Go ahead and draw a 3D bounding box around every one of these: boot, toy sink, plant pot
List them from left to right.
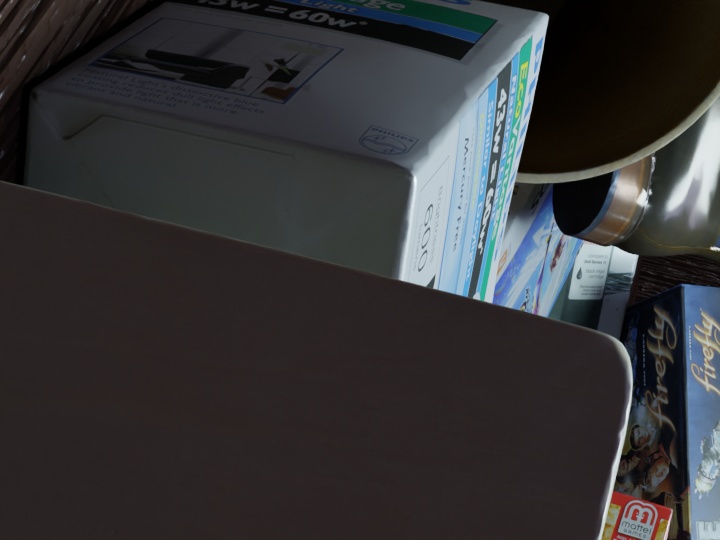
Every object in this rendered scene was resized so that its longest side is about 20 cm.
[{"bbox_3d":[-0.038,0.063,0.543,0.112,0.199,0.131,47,56,-77],"label":"toy sink"},{"bbox_3d":[0.067,-0.139,0.956,0.200,0.186,0.187,-124,-134,-83],"label":"plant pot"},{"bbox_3d":[0.161,-0.100,1.031,0.075,0.097,0.201,6,-101,64],"label":"boot"}]

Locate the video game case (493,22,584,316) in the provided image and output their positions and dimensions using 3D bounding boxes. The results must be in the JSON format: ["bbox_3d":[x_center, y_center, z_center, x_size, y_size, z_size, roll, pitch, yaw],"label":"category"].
[{"bbox_3d":[0.081,-0.021,1.119,0.182,0.045,0.200,-59,163,-29],"label":"video game case"}]

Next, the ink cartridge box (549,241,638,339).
[{"bbox_3d":[0.103,0.002,1.339,0.147,0.083,0.201,-146,-114,-66],"label":"ink cartridge box"}]

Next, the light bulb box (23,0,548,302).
[{"bbox_3d":[-0.027,0.013,0.735,0.200,0.124,0.199,-52,153,-63],"label":"light bulb box"}]

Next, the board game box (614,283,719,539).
[{"bbox_3d":[0.175,0.121,1.284,0.135,0.034,0.201,149,-56,-63],"label":"board game box"}]

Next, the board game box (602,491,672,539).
[{"bbox_3d":[0.066,0.147,1.173,0.152,0.199,0.046,82,27,-64],"label":"board game box"}]
